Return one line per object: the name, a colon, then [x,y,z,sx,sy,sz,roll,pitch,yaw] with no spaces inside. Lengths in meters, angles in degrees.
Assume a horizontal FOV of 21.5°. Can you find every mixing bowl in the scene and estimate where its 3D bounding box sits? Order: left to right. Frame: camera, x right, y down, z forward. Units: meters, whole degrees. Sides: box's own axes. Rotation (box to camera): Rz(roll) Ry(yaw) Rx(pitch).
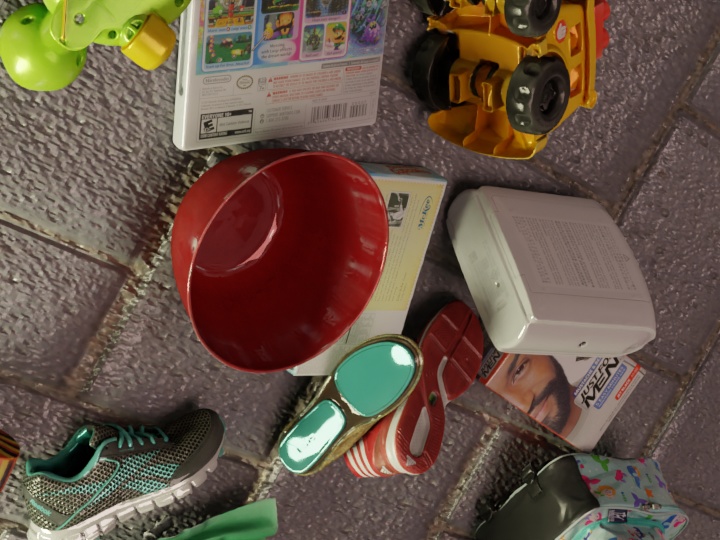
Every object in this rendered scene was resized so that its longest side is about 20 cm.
mixing bowl: [-0.086,-0.024,1.613,0.200,0.108,0.201,-17,122,-30]

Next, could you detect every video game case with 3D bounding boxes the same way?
video game case: [-0.063,-0.200,1.596,0.199,0.024,0.183,-11,119,-33]

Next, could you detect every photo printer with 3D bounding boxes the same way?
photo printer: [0.191,0.003,1.813,0.199,0.167,0.069,4,144,-40]

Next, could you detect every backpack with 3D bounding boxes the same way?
backpack: [0.249,0.279,2.008,0.200,0.151,0.178,0,141,-45]

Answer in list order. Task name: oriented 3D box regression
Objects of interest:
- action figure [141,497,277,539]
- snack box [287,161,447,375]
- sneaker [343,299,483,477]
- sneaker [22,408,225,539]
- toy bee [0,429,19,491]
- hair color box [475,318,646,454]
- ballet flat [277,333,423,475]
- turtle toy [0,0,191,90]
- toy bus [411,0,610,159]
action figure: [-0.176,0.269,1.738,0.199,0.055,0.119,-7,119,-40]
snack box: [0.000,0.000,1.742,0.116,0.037,0.201,2,112,-39]
sneaker: [0.037,0.114,1.821,0.078,0.115,0.200,51,47,-24]
sneaker: [-0.207,0.165,1.647,0.200,0.078,0.091,-30,125,-24]
toy bee: [-0.349,0.155,1.504,0.199,0.109,0.131,-6,119,-36]
hair color box: [0.195,0.098,1.932,0.200,0.064,0.111,34,91,-43]
ballet flat: [-0.002,0.117,1.747,0.071,0.071,0.200,11,135,-41]
turtle toy: [-0.197,-0.220,1.424,0.146,0.101,0.200,38,90,-20]
toy bus: [0.152,-0.225,1.689,0.192,0.135,0.201,-30,127,-39]
